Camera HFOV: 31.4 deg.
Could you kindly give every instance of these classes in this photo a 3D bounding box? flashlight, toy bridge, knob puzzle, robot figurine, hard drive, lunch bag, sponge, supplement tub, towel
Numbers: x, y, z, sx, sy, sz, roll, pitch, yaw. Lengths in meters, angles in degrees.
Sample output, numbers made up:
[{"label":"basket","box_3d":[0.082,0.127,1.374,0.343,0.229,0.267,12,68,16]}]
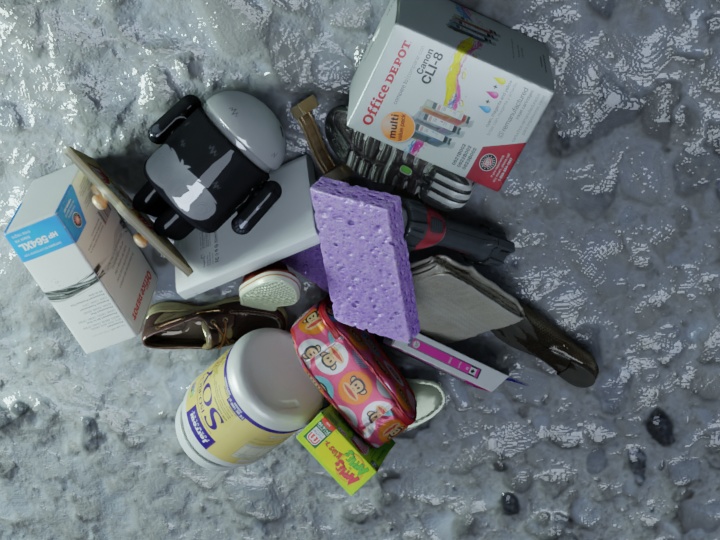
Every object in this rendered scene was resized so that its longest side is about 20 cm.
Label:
[{"label":"flashlight","box_3d":[0.103,-0.043,1.593,0.200,0.068,0.068,14,122,-48]},{"label":"toy bridge","box_3d":[-0.023,-0.124,1.595,0.027,0.067,0.200,-39,99,-21]},{"label":"knob puzzle","box_3d":[-0.283,-0.062,1.566,0.030,0.220,0.220,-43,113,-2]},{"label":"robot figurine","box_3d":[-0.182,-0.126,1.559,0.200,0.125,0.150,-44,116,5]},{"label":"hard drive","box_3d":[-0.144,-0.055,1.614,0.200,0.132,0.027,-22,141,17]},{"label":"lunch bag","box_3d":[-0.007,0.128,1.694,0.082,0.176,0.200,-37,94,8]},{"label":"sponge","box_3d":[0.007,-0.010,1.523,0.111,0.030,0.200,15,134,31]},{"label":"supplement tub","box_3d":[-0.153,0.180,1.732,0.145,0.146,0.200,33,137,-16]},{"label":"towel","box_3d":[0.106,0.038,1.642,0.132,0.035,0.200,-19,147,32]},{"label":"sponge","box_3d":[0.000,0.000,1.648,0.111,0.030,0.200,-24,138,33]}]

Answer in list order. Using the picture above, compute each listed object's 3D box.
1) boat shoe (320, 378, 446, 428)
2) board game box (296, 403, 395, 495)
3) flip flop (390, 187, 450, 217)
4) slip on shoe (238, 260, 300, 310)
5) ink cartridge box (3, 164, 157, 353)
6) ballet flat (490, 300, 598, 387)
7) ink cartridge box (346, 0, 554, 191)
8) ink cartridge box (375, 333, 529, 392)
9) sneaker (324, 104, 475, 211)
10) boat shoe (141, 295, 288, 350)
[{"label":"boat shoe","box_3d":[0.026,0.193,1.802,0.201,0.061,0.072,-17,91,12]},{"label":"board game box","box_3d":[-0.016,0.223,1.678,0.048,0.200,0.102,-44,86,8]},{"label":"flip flop","box_3d":[0.042,-0.048,1.647,0.200,0.058,0.081,-39,112,24]},{"label":"slip on shoe","box_3d":[-0.118,0.014,1.632,0.074,0.200,0.061,11,82,-10]},{"label":"ink cartridge box","box_3d":[-0.353,-0.016,1.642,0.084,0.146,0.200,-19,119,14]},{"label":"ballet flat","box_3d":[0.244,0.087,1.732,0.200,0.046,0.067,35,140,-10]},{"label":"ink cartridge box","box_3d":[0.101,-0.216,1.486,0.200,0.145,0.145,22,121,-9]},{"label":"ink cartridge box","box_3d":[0.122,0.124,1.730,0.200,0.095,0.037,24,85,-12]},{"label":"sneaker","box_3d":[0.058,-0.148,1.564,0.200,0.116,0.076,32,123,9]},{"label":"boat shoe","box_3d":[-0.199,0.082,1.737,0.199,0.072,0.072,1,123,2]}]
